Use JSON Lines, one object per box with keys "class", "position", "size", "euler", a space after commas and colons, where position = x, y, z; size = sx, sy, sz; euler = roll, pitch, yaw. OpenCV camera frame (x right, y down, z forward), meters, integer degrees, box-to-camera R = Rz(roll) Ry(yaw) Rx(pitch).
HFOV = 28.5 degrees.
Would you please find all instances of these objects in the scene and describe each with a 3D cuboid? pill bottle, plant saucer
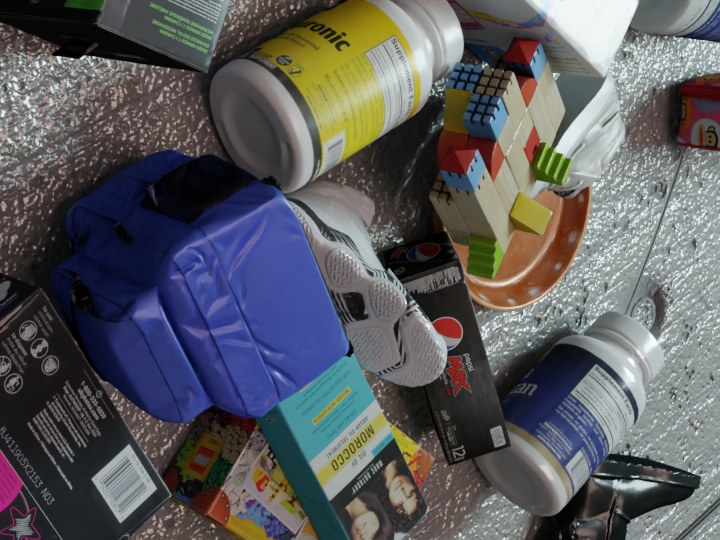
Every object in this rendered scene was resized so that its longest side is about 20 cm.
{"class": "pill bottle", "position": [0.209, 0.134, 1.392], "size": [0.200, 0.111, 0.111], "euler": [-44, 125, -25]}
{"class": "pill bottle", "position": [-0.013, -0.153, 1.133], "size": [0.200, 0.111, 0.112], "euler": [-34, 120, -31]}
{"class": "pill bottle", "position": [0.352, -0.285, 1.415], "size": [0.199, 0.111, 0.112], "euler": [-2, 101, -40]}
{"class": "plant saucer", "position": [0.142, -0.062, 1.341], "size": [0.200, 0.032, 0.201], "euler": [-10, 106, -38]}

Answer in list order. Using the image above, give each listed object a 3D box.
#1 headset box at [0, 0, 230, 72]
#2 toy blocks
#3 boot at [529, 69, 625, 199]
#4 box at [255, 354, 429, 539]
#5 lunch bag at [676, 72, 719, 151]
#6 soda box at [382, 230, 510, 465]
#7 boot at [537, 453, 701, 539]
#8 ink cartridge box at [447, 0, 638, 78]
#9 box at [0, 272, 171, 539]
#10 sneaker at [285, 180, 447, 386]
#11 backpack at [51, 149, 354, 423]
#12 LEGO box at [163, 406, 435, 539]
{"class": "headset box", "position": [-0.158, -0.234, 0.948], "size": [0.093, 0.174, 0.201], "euler": [18, 89, -42]}
{"class": "toy blocks", "position": [0.109, -0.115, 1.182], "size": [0.201, 0.100, 0.137], "euler": [-65, 150, -21]}
{"class": "boot", "position": [0.174, -0.091, 1.295], "size": [0.200, 0.073, 0.096], "euler": [-46, 134, -14]}
{"class": "box", "position": [-0.020, 0.141, 1.133], "size": [0.082, 0.049, 0.201], "euler": [-41, 122, -27]}
{"class": "lunch bag", "position": [0.450, -0.162, 1.485], "size": [0.199, 0.176, 0.082], "euler": [-11, 107, -39]}
{"class": "soda box", "position": [0.078, 0.071, 1.279], "size": [0.063, 0.071, 0.201], "euler": [-17, 116, -1]}
{"class": "boot", "position": [0.268, 0.279, 1.503], "size": [0.197, 0.073, 0.163], "euler": [11, 91, -34]}
{"class": "ink cartridge box", "position": [0.116, -0.252, 1.197], "size": [0.200, 0.144, 0.085], "euler": [35, 77, -40]}
{"class": "box", "position": [-0.248, 0.115, 0.992], "size": [0.132, 0.114, 0.201], "euler": [-43, 126, -26]}
{"class": "sneaker", "position": [0.000, 0.000, 1.156], "size": [0.200, 0.075, 0.115], "euler": [42, 29, -9]}
{"class": "backpack", "position": [-0.133, 0.004, 1.011], "size": [0.167, 0.200, 0.163], "euler": [-28, 120, -22]}
{"class": "LEGO box", "position": [-0.050, 0.171, 1.199], "size": [0.200, 0.077, 0.149], "euler": [40, 73, -39]}
